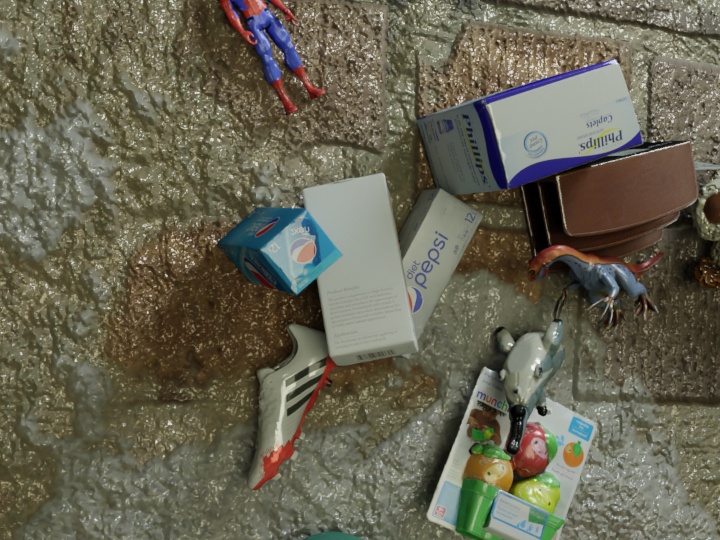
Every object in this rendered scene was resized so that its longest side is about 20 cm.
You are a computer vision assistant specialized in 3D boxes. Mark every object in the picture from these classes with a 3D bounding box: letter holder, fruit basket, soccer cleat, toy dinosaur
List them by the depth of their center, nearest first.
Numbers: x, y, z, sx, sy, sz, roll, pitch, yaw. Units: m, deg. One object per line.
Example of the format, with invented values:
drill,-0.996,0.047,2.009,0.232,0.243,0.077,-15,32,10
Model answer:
soccer cleat,-0.095,0.157,1.316,0.085,0.069,0.201,30,79,-10
fruit basket,0.196,0.248,1.400,0.185,0.094,0.201,28,80,-18
toy dinosaur,0.287,0.007,1.427,0.182,0.105,0.201,46,46,-27
letter holder,0.320,-0.075,1.434,0.199,0.101,0.143,-15,99,-19

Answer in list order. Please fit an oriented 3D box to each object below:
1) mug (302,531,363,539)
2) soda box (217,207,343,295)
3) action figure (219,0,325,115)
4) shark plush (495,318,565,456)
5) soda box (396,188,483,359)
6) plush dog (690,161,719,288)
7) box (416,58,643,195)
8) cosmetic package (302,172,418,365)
mug,-0.045,0.379,1.313,0.184,0.114,0.153,20,86,-19
soda box,-0.092,-0.024,1.233,0.068,0.200,0.064,-42,105,-13
action figure,-0.110,-0.280,1.299,0.065,0.052,0.201,-33,100,-12
shark plush,0.218,0.141,1.377,0.090,0.200,0.083,-18,122,22
soda box,0.066,0.003,1.364,0.068,0.063,0.201,30,83,-17
plush dog,0.518,-0.054,1.504,0.199,0.161,0.173,-6,113,-4
box,0.193,-0.165,1.330,0.183,0.200,0.105,-20,98,-18
cosmetic package,0.000,0.000,1.293,0.101,0.074,0.201,-10,76,4
